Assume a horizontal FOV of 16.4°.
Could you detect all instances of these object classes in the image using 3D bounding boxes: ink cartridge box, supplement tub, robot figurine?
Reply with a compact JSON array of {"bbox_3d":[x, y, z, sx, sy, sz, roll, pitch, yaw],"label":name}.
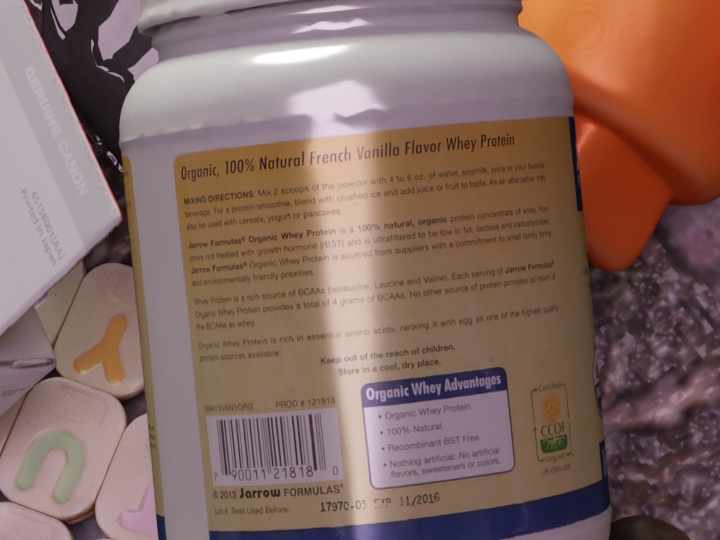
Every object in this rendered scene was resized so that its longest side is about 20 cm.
[{"bbox_3d":[-0.157,-0.049,0.864,0.173,0.043,0.201,-40,65,31],"label":"ink cartridge box"},{"bbox_3d":[0.000,0.000,0.779,0.144,0.144,0.201,-5,91,4],"label":"supplement tub"},{"bbox_3d":[0.104,-0.102,0.874,0.116,0.144,0.201,28,81,-13],"label":"robot figurine"}]

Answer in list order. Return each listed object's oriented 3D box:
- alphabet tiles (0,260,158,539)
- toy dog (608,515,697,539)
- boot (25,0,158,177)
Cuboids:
[{"bbox_3d":[-0.115,0.086,0.890,0.199,0.015,0.196,19,74,14],"label":"alphabet tiles"},{"bbox_3d":[0.075,0.181,0.817,0.193,0.140,0.200,27,75,36],"label":"toy dog"},{"bbox_3d":[-0.045,-0.102,0.911,0.200,0.073,0.182,37,87,14],"label":"boot"}]
